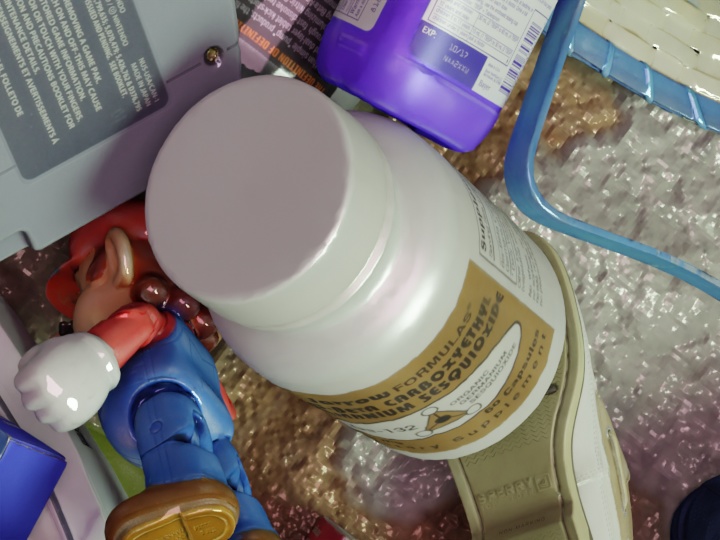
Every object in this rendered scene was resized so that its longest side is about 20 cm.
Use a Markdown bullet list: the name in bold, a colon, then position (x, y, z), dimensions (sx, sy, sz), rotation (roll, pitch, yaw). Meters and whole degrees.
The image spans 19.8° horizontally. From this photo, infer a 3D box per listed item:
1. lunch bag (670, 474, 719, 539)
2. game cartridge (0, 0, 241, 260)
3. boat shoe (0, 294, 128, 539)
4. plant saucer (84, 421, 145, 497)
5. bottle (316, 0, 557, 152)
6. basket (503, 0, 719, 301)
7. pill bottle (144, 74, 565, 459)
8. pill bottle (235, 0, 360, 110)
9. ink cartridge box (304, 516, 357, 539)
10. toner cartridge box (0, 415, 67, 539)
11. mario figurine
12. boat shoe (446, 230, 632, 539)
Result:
- **lunch bag**: position (0.237, 0.143, 0.920), dimensions (0.198, 0.132, 0.137), rotation (-22, 93, -8)
- **game cartridge**: position (-0.117, -0.110, 0.763), dimensions (0.133, 0.041, 0.201), rotation (-33, 131, -17)
- **boat shoe**: position (-0.140, 0.094, 0.862), dimensions (0.065, 0.072, 0.201), rotation (-34, 72, 1)
- **plant saucer**: position (-0.159, 0.156, 0.885), dimensions (0.198, 0.031, 0.202), rotation (1, 64, -3)
- **bottle**: position (0.057, -0.151, 0.832), dimensions (0.083, 0.065, 0.201), rotation (22, 96, -49)
- **basket**: position (0.150, -0.092, 0.889), dimensions (0.175, 0.139, 0.202), rotation (22, 78, -32)
- **pill bottle**: position (0.000, 0.000, 0.840), dimensions (0.113, 0.200, 0.116), rotation (-9, 68, 23)
- **pill bottle**: position (-0.029, -0.123, 0.894), dimensions (0.106, 0.106, 0.201), rotation (36, 86, -7)
- **ink cartridge box**: position (-0.018, 0.235, 0.909), dimensions (0.144, 0.084, 0.201), rotation (39, 85, -7)
- **toner cartridge box**: position (-0.220, 0.071, 0.844), dimensions (0.199, 0.043, 0.096), rotation (26, 85, 31)
- **mario figurine**: position (-0.096, 0.056, 0.862), dimensions (0.105, 0.201, 0.124), rotation (-3, 134, -15)
- **boat shoe**: position (0.080, 0.085, 0.929), dimensions (0.074, 0.068, 0.202), rotation (-12, 70, 23)
